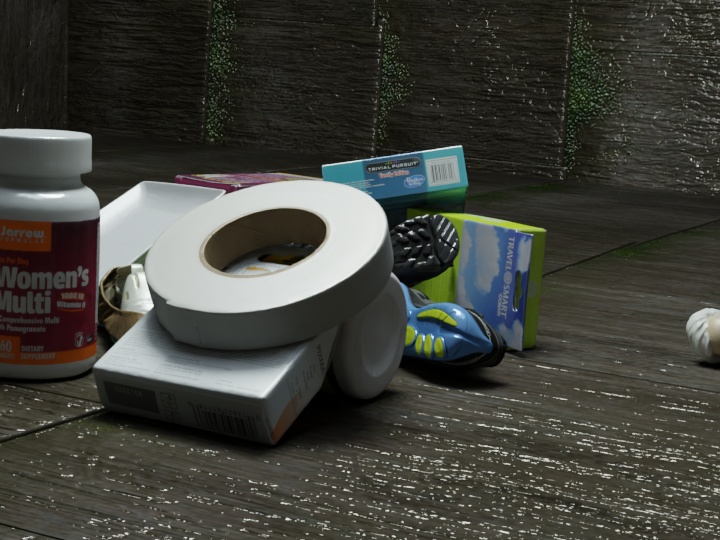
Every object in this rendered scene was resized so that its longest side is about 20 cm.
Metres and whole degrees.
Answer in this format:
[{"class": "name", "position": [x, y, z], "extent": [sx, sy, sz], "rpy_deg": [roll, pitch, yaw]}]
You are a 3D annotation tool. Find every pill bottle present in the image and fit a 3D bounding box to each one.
[{"class": "pill bottle", "position": [-0.277, -0.016, 1.258], "extent": [0.108, 0.202, 0.110], "rpy_deg": [3, 9, 0]}, {"class": "pill bottle", "position": [-0.069, 0.041, 1.268], "extent": [0.198, 0.112, 0.111], "rpy_deg": [7, 10, 28]}]

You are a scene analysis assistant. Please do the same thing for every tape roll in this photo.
[{"class": "tape roll", "position": [-0.073, -0.008, 1.176], "extent": [0.201, 0.037, 0.203], "rpy_deg": [-8, 31, 5]}]

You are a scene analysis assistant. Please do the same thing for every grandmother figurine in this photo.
[{"class": "grandmother figurine", "position": [0.399, 0.076, 1.403], "extent": [0.121, 0.061, 0.199], "rpy_deg": [7, 6, -45]}]

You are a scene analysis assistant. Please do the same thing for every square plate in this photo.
[{"class": "square plate", "position": [-0.267, -0.032, 1.658], "extent": [0.200, 0.029, 0.197], "rpy_deg": [-40, 27, -26]}]

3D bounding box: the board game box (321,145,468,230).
[{"class": "board game box", "position": [0.039, -0.081, 1.630], "extent": [0.149, 0.047, 0.200], "rpy_deg": [-8, -10, 1]}]

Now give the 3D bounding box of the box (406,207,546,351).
[{"class": "box", "position": [0.119, 0.006, 1.522], "extent": [0.047, 0.123, 0.199], "rpy_deg": [-2, 10, -36]}]

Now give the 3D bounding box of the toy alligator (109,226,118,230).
[{"class": "toy alligator", "position": [-0.283, -0.021, 1.745], "extent": [0.198, 0.060, 0.054], "rpy_deg": [6, 9, 17]}]

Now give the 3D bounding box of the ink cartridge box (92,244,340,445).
[{"class": "ink cartridge box", "position": [-0.091, 0.050, 1.170], "extent": [0.161, 0.051, 0.200], "rpy_deg": [8, 33, 28]}]

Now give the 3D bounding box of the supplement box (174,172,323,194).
[{"class": "supplement box", "position": [-0.140, -0.076, 2.015], "extent": [0.130, 0.104, 0.199], "rpy_deg": [12, 11, 42]}]

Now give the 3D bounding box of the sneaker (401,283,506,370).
[{"class": "sneaker", "position": [0.070, 0.061, 1.386], "extent": [0.082, 0.071, 0.199], "rpy_deg": [25, -4, -25]}]

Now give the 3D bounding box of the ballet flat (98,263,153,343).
[{"class": "ballet flat", "position": [-0.209, 0.032, 1.393], "extent": [0.067, 0.073, 0.200], "rpy_deg": [1, 9, -21]}]

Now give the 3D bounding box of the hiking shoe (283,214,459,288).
[{"class": "hiking shoe", "position": [0.000, 0.000, 1.474], "extent": [0.198, 0.076, 0.101], "rpy_deg": [-5, -22, 0]}]
